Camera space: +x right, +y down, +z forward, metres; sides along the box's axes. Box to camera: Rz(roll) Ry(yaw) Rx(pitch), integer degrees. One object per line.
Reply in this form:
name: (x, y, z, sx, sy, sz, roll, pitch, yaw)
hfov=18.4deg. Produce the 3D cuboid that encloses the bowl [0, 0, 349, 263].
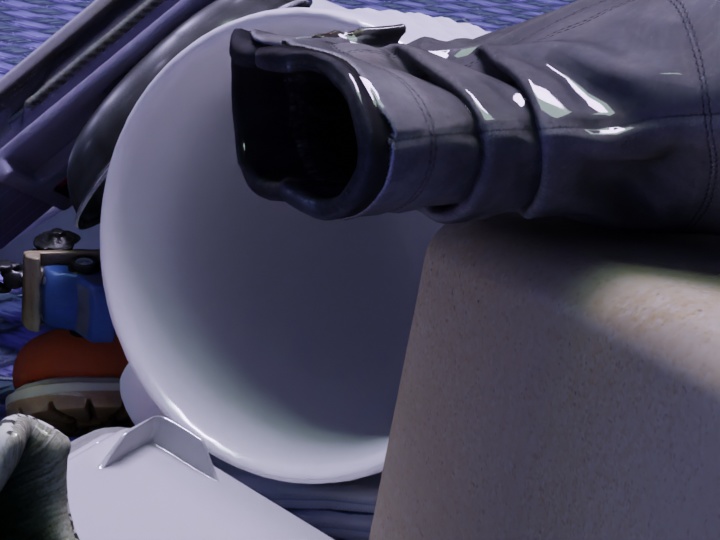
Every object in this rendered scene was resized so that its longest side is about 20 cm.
bowl: (-0.072, -0.068, 1.026, 0.199, 0.075, 0.200, -26, -10, 20)

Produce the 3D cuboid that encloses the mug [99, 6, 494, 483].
mug: (0.000, 0.000, 0.771, 0.148, 0.200, 0.175, 58, 25, 11)

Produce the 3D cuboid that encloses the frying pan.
frying pan: (-0.050, -0.071, 0.823, 0.031, 0.115, 0.190, 45, 28, 2)

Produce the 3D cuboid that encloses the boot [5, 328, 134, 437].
boot: (-0.080, 0.007, 0.892, 0.075, 0.108, 0.200, -12, 3, 30)

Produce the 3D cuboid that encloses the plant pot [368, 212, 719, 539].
plant pot: (0.105, 0.077, 0.541, 0.199, 0.201, 0.177, -3, 25, -33)

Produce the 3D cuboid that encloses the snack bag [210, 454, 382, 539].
snack bag: (-0.005, 0.065, 0.824, 0.199, 0.022, 0.188, 0, 9, 31)

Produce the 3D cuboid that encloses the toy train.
toy train: (-0.153, 0.008, 0.787, 0.199, 0.034, 0.046, -2, 25, -15)

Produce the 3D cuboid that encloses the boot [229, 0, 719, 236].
boot: (0.054, -0.028, 0.471, 0.131, 0.070, 0.200, -4, 2, -24)

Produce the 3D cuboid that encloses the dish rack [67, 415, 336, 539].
dish rack: (-0.050, 0.105, 0.621, 0.171, 0.044, 0.200, 30, 23, 14)

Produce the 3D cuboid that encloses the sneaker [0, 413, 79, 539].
sneaker: (-0.064, 0.113, 0.469, 0.077, 0.089, 0.201, 11, 40, -50)

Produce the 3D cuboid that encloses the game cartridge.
game cartridge: (-0.083, -0.082, 0.856, 0.038, 0.200, 0.130, 50, 1, 9)
